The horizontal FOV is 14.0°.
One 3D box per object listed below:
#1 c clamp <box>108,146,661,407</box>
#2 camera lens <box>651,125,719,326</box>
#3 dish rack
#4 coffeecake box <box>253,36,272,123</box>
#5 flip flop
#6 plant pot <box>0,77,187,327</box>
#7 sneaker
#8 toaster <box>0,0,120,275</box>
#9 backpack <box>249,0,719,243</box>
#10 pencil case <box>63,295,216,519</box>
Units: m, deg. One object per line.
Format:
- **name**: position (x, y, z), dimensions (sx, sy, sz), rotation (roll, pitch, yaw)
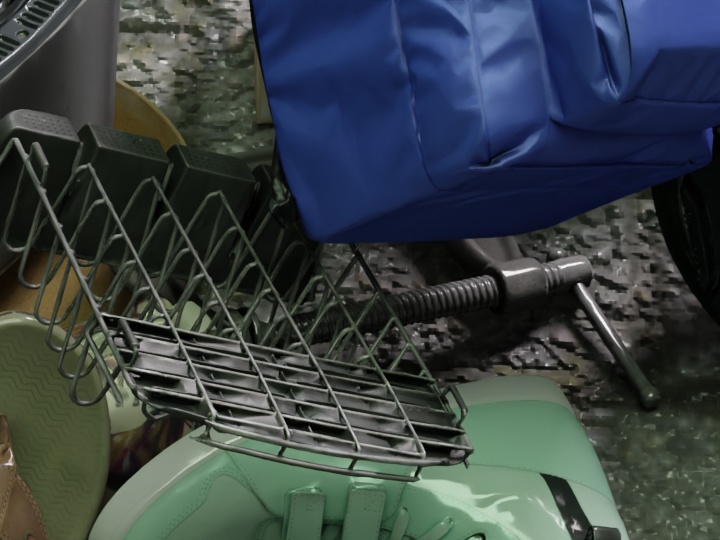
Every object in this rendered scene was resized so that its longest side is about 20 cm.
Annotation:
- **c clamp**: position (0.000, 0.000, 1.177), dimensions (0.200, 0.027, 0.171), rotation (-7, 45, -23)
- **camera lens**: position (0.225, -0.055, 1.163), dimensions (0.160, 0.160, 0.200), rotation (32, 54, 26)
- **dish rack**: position (-0.051, 0.017, 1.032), dimensions (0.153, 0.055, 0.200), rotation (11, 28, -29)
- **coffeecake box**: position (0.053, -0.141, 1.245), dimensions (0.199, 0.154, 0.073), rotation (0, 46, -2)
- **flip flop**: position (-0.142, 0.109, 1.022), dimensions (0.081, 0.058, 0.200), rotation (32, 73, -17)
- **plant pot**: position (-0.165, -0.017, 1.213), dimensions (0.199, 0.028, 0.200), rotation (0, 47, 0)
- **sneaker**: position (0.008, 0.105, 1.061), dimensions (0.200, 0.074, 0.118), rotation (-12, 45, -20)
- **toaster**: position (-0.174, -0.065, 1.151), dimensions (0.113, 0.129, 0.200), rotation (23, 50, 21)
- **backpack**: position (0.052, -0.126, 1.077), dimensions (0.162, 0.168, 0.200), rotation (0, 72, -56)
- **pencil case**: position (-0.151, 0.063, 1.096), dimensions (0.199, 0.090, 0.078), rotation (-12, 50, -13)
